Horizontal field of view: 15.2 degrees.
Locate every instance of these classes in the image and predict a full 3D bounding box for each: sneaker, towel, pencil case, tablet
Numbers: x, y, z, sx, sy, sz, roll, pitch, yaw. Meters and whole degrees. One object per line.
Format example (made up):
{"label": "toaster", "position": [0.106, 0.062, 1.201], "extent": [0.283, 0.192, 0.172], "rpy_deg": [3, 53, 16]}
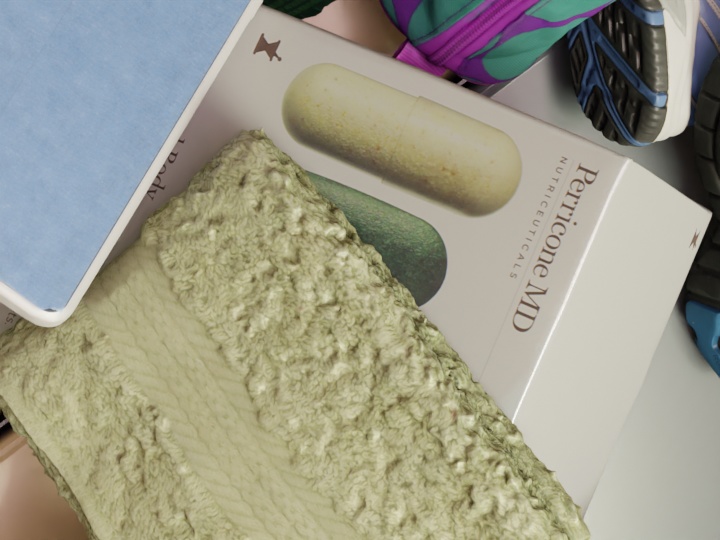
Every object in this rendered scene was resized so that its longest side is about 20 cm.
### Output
{"label": "sneaker", "position": [0.126, -0.155, 1.113], "extent": [0.077, 0.076, 0.201], "rpy_deg": [-10, 104, -32]}
{"label": "towel", "position": [-0.027, 0.066, 0.908], "extent": [0.148, 0.036, 0.200], "rpy_deg": [-39, 75, 13]}
{"label": "sneaker", "position": [0.184, -0.037, 1.110], "extent": [0.082, 0.073, 0.200], "rpy_deg": [-22, 144, -20]}
{"label": "pencil case", "position": [0.088, -0.139, 1.027], "extent": [0.085, 0.200, 0.093], "rpy_deg": [33, 58, -19]}
{"label": "tablet", "position": [-0.106, -0.095, 0.918], "extent": [0.130, 0.014, 0.200], "rpy_deg": [35, 70, -16]}

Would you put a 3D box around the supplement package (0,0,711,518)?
{"label": "supplement package", "position": [0.000, 0.000, 1.004], "extent": [0.199, 0.151, 0.152], "rpy_deg": [24, 91, 19]}

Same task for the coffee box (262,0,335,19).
{"label": "coffee box", "position": [-0.077, -0.171, 1.016], "extent": [0.200, 0.123, 0.044], "rpy_deg": [31, 72, -16]}
